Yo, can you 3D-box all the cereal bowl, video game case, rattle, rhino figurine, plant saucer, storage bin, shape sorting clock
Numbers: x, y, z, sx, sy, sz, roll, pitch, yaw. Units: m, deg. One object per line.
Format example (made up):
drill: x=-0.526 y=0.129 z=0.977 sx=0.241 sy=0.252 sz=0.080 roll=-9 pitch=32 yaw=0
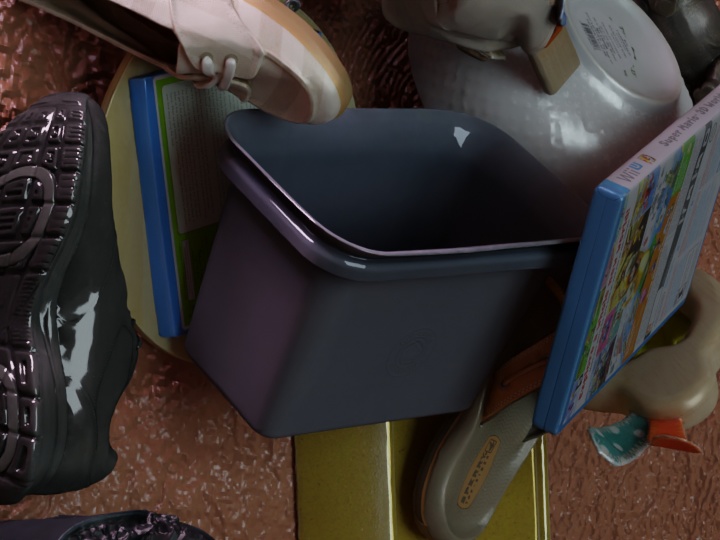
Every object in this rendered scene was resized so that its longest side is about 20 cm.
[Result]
cereal bowl: x=0.128 y=-0.110 z=1.264 sx=0.199 sy=0.083 sz=0.201 roll=29 pitch=40 yaw=-27
video game case: x=0.155 y=-0.011 z=1.174 sx=0.200 sy=0.018 sz=0.144 roll=-37 pitch=145 yaw=-55
rattle: x=0.176 y=0.092 z=1.317 sx=0.129 sy=0.201 sz=0.144 roll=-4 pitch=127 yaw=-10
rhino figurine: x=0.195 y=-0.183 z=1.414 sx=0.201 sy=0.059 sz=0.088 roll=63 pitch=30 yaw=-22
plant saucer: x=0.049 y=0.143 z=1.262 sx=0.199 sy=0.048 sz=0.202 roll=-2 pitch=91 yaw=-46
storage bin: x=0.000 y=0.000 z=1.123 sx=0.199 sy=0.146 sz=0.135 roll=-4 pitch=128 yaw=-44
shape sorting clock: x=-0.070 y=-0.050 z=1.152 sx=0.199 sy=0.039 sz=0.202 roll=-10 pitch=105 yaw=-43

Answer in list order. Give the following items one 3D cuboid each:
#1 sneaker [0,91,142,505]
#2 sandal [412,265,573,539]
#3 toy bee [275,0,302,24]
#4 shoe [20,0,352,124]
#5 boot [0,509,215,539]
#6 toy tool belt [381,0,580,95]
sneaker: x=-0.148 y=0.014 z=1.059 sx=0.090 sy=0.075 sz=0.202 roll=10 pitch=89 yaw=-54
sandal: x=0.093 y=0.066 z=1.201 sx=0.080 sy=0.054 sz=0.201 roll=22 pitch=91 yaw=-44
toy bee: x=-0.074 y=-0.211 z=1.092 sx=0.109 sy=0.131 sz=0.200 roll=-47 pitch=112 yaw=-22
shoe: x=-0.097 y=-0.120 z=1.056 sx=0.199 sy=0.070 sz=0.054 roll=31 pitch=64 yaw=7
boot: x=-0.112 y=0.158 z=1.011 sx=0.199 sy=0.167 sz=0.077 roll=25 pitch=71 yaw=-43
toy tool belt: x=0.097 y=-0.205 z=1.156 sx=0.122 sy=0.125 sz=0.202 roll=19 pitch=90 yaw=-36
